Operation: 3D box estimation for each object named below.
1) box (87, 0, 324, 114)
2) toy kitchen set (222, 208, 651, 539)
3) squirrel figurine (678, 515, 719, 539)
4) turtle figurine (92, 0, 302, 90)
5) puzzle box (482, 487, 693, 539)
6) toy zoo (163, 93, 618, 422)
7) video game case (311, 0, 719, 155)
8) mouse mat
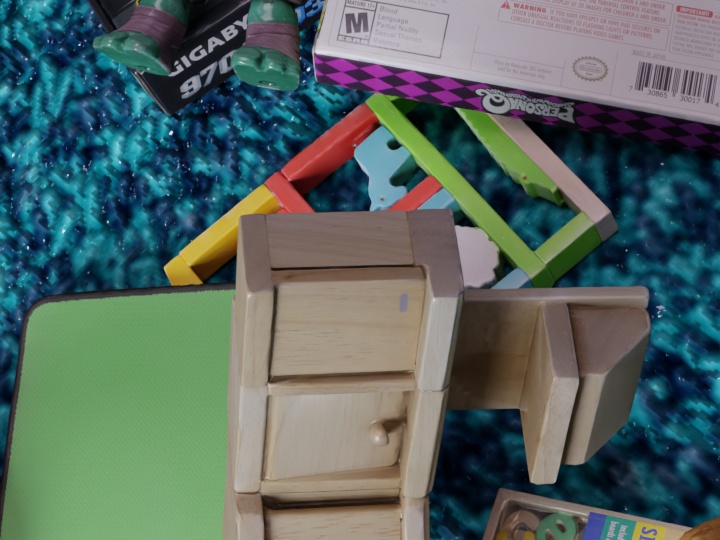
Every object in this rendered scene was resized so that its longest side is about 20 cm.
[{"bbox_3d":[-0.053,-0.192,1.196,0.200,0.046,0.159,-33,59,1],"label":"box"},{"bbox_3d":[0.037,0.104,0.911,0.163,0.200,0.181,-2,50,-7],"label":"toy kitchen set"},{"bbox_3d":[0.181,0.181,0.880,0.199,0.142,0.187,13,59,-3],"label":"squirrel figurine"},{"bbox_3d":[-0.053,-0.187,1.110,0.149,0.101,0.201,5,82,36],"label":"turtle figurine"},{"bbox_3d":[0.090,0.193,0.963,0.133,0.025,0.200,10,68,23],"label":"puzzle box"},{"bbox_3d":[0.000,0.000,1.095,0.200,0.020,0.131,-39,59,-3],"label":"toy zoo"},{"bbox_3d":[0.093,-0.152,1.099,0.199,0.036,0.182,10,67,4],"label":"video game case"},{"bbox_3d":[-0.091,0.101,1.070,0.161,0.008,0.201,-4,70,22],"label":"mouse mat"}]
